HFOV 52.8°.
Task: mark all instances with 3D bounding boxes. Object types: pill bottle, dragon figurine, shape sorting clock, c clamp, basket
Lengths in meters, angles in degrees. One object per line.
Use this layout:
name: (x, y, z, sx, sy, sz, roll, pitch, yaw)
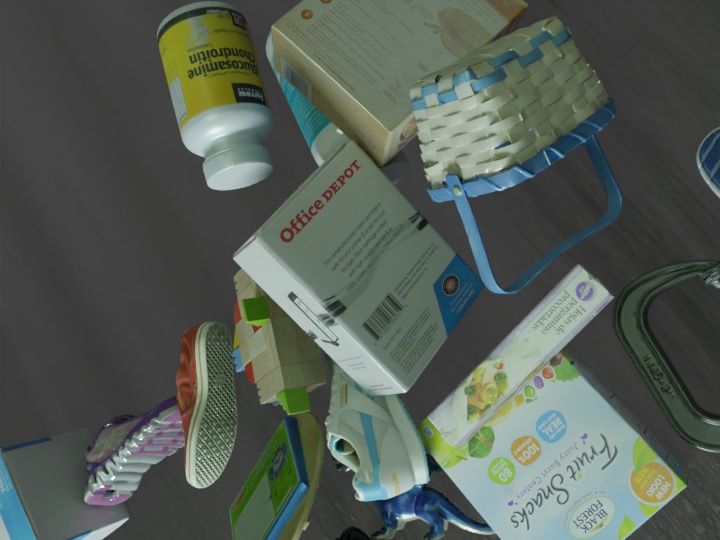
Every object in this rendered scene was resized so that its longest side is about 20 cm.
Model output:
pill bottle: (-0.167, -0.205, 0.864, 0.111, 0.112, 0.201, -21, 80, 26)
pill bottle: (-0.019, -0.182, 0.785, 0.110, 0.111, 0.201, -31, 75, 24)
dragon figurine: (0.059, 0.229, 0.765, 0.199, 0.059, 0.100, -5, 87, 28)
shape sorting clock: (-0.092, 0.253, 0.795, 0.200, 0.039, 0.201, -48, 27, 34)
c clamp: (0.332, 0.071, 0.644, 0.171, 0.027, 0.201, -42, 72, 26)
basket: (0.146, -0.103, 0.642, 0.139, 0.176, 0.201, -8, 110, 61)

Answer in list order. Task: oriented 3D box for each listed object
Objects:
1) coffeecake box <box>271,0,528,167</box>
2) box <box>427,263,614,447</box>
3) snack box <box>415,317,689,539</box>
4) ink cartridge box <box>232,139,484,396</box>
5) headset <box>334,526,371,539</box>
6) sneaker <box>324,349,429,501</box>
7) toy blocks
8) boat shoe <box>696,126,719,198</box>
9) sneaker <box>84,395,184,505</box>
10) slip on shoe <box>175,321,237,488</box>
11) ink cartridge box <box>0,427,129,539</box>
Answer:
coffeecake box: (0.037, -0.227, 0.708, 0.153, 0.073, 0.200, 43, 74, 10)
box: (0.144, 0.080, 0.660, 0.200, 0.041, 0.039, -48, 69, 13)
snack box: (0.178, 0.173, 0.697, 0.200, 0.068, 0.169, 47, 108, 20)
ink cartridge box: (0.000, 0.000, 0.704, 0.200, 0.146, 0.084, 46, 154, -9)
headset: (-0.028, 0.326, 0.734, 0.123, 0.200, 0.094, -26, 59, -11)
sneaker: (-0.004, 0.144, 0.754, 0.200, 0.080, 0.077, -122, 20, -45)
toy blocks: (-0.103, 0.073, 0.822, 0.137, 0.099, 0.201, -39, 61, 55)
boat shoe: (0.370, -0.051, 0.595, 0.200, 0.072, 0.072, 43, 109, 27)
sneaker: (-0.299, 0.220, 0.953, 0.200, 0.080, 0.089, -43, 52, 17)
slip on shoe: (-0.196, 0.164, 0.899, 0.061, 0.074, 0.202, -7, 80, 34)
ink cartridge box: (-0.456, 0.340, 0.990, 0.200, 0.146, 0.147, -39, 73, 21)
